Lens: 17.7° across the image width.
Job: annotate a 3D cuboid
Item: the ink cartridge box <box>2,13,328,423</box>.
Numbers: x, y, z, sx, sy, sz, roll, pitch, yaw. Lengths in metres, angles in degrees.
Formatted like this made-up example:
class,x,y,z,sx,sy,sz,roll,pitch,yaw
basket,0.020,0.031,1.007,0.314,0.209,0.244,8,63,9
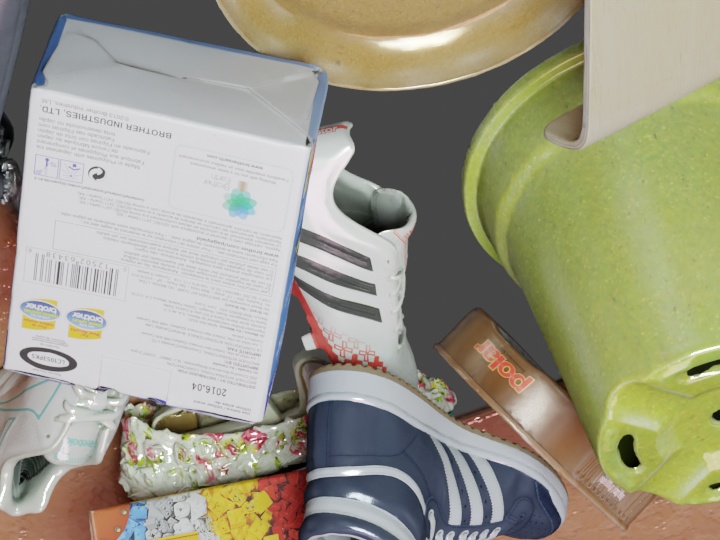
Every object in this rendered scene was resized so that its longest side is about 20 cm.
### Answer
class,x,y,z,sx,sy,sz,roll,pitch,yaw
ink cartridge box,-0.098,-0.010,1.126,0.135,0.077,0.201,12,124,1

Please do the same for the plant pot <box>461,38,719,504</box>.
class,x,y,z,sx,sy,sz,roll,pitch,yaw
plant pot,0.163,0.009,1.179,0.198,0.185,0.201,-6,140,-5

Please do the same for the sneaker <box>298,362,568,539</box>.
class,x,y,z,sx,sy,sz,roll,pitch,yaw
sneaker,0.038,0.136,1.242,0.070,0.109,0.199,-16,145,38

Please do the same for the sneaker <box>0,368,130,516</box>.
class,x,y,z,sx,sy,sz,roll,pitch,yaw
sneaker,-0.144,0.059,1.244,0.070,0.081,0.201,18,130,-28

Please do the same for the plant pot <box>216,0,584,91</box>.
class,x,y,z,sx,sy,sz,roll,pitch,yaw
plant pot,0.025,-0.165,1.070,0.198,0.028,0.201,-7,140,-6

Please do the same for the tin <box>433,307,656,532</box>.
class,x,y,z,sx,sy,sz,roll,pitch,yaw
tin,0.108,0.084,1.291,0.042,0.112,0.200,-42,150,3

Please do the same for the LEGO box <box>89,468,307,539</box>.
class,x,y,z,sx,sy,sz,roll,pitch,yaw
LEGO box,-0.068,0.179,1.344,0.148,0.078,0.200,-10,164,-2

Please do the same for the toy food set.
class,x,y,z,sx,sy,sz,roll,pitch,yaw
toy food set,0.145,-0.160,1.063,0.143,0.060,0.201,-27,139,-20

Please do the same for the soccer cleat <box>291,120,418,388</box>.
class,x,y,z,sx,sy,sz,roll,pitch,yaw
soccer cleat,0.000,0.000,1.217,0.085,0.069,0.200,-22,131,14

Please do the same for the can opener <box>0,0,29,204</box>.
class,x,y,z,sx,sy,sz,roll,pitch,yaw
can opener,-0.180,-0.091,1.076,0.078,0.064,0.201,8,136,-21

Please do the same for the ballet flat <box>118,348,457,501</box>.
class,x,y,z,sx,sy,sz,roll,pitch,yaw
ballet flat,-0.045,0.081,1.306,0.198,0.076,0.064,-17,106,-2
